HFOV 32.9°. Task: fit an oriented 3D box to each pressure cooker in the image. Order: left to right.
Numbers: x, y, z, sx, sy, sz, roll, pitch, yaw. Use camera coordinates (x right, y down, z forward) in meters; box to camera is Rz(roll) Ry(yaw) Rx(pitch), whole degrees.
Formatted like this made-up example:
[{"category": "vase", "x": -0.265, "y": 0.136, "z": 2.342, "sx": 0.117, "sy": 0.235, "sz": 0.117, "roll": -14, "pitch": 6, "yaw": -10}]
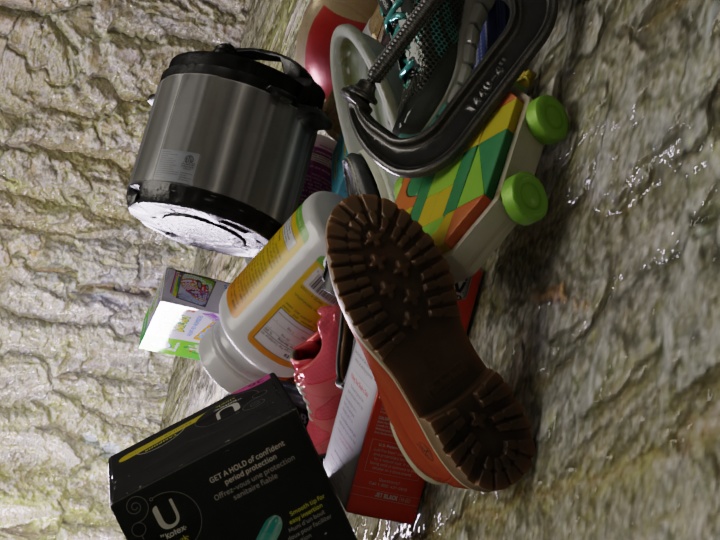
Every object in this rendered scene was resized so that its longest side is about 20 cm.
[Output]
[{"category": "pressure cooker", "x": -0.130, "y": -0.130, "z": 1.225, "sx": 0.178, "sy": 0.174, "sz": 0.203, "roll": 156, "pitch": 129, "yaw": -69}]

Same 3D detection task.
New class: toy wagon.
[{"category": "toy wagon", "x": 0.076, "y": -0.071, "z": 0.845, "sx": 0.154, "sy": 0.039, "sz": 0.202, "roll": -26, "pitch": 35, "yaw": 48}]

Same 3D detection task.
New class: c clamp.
[{"category": "c clamp", "x": 0.054, "y": -0.165, "z": 0.867, "sx": 0.170, "sy": 0.027, "sz": 0.201, "roll": 32, "pitch": 87, "yaw": 37}]

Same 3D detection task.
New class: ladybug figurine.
[{"category": "ladybug figurine", "x": 0.001, "y": -0.244, "z": 1.285, "sx": 0.072, "sy": 0.134, "sz": 0.201, "roll": 59, "pitch": 155, "yaw": 26}]

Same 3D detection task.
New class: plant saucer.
[{"category": "plant saucer", "x": 0.029, "y": -0.115, "z": 1.034, "sx": 0.200, "sy": 0.050, "sz": 0.203, "roll": 162, "pitch": 90, "yaw": -79}]

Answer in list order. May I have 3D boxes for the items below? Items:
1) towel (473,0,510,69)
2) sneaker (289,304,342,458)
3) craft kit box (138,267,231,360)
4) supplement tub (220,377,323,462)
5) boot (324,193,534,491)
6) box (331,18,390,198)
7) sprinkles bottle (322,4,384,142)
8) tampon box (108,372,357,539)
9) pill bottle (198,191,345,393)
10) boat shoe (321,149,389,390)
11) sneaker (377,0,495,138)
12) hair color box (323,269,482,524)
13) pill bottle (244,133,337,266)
[{"category": "towel", "x": 0.091, "y": -0.171, "z": 1.048, "sx": 0.201, "sy": 0.023, "sz": 0.147, "roll": 119, "pitch": 158, "yaw": -53}, {"category": "sneaker", "x": -0.030, "y": 0.097, "z": 1.134, "sx": 0.074, "sy": 0.086, "sz": 0.201, "roll": -89, "pitch": 18, "yaw": -46}, {"category": "craft kit box", "x": -0.152, "y": 0.066, "z": 1.435, "sx": 0.200, "sy": 0.195, "sz": 0.049, "roll": 131, "pitch": 151, "yaw": -64}, {"category": "supplement tub", "x": -0.099, "y": 0.205, "z": 1.238, "sx": 0.123, "sy": 0.121, "sz": 0.203, "roll": 124, "pitch": 155, "yaw": -56}, {"category": "boot", "x": 0.027, "y": 0.052, "z": 0.780, "sx": 0.202, "sy": 0.074, "sz": 0.107, "roll": 63, "pitch": 160, "yaw": 3}, {"category": "box", "x": 0.022, "y": -0.152, "z": 1.156, "sx": 0.083, "sy": 0.048, "sz": 0.201, "roll": -90, "pitch": 17, "yaw": -45}, {"category": "sprinkles bottle", "x": 0.025, "y": -0.213, "z": 1.206, "sx": 0.069, "sy": 0.067, "sz": 0.201, "roll": -89, "pitch": 24, "yaw": -44}, {"category": "tampon box", "x": -0.082, "y": 0.208, "z": 0.918, "sx": 0.202, "sy": 0.148, "sz": 0.126, "roll": 66, "pitch": 172, "yaw": -11}, {"category": "pill bottle", "x": -0.066, "y": 0.030, "z": 1.167, "sx": 0.200, "sy": 0.110, "sz": 0.112, "roll": -46, "pitch": 26, "yaw": 25}, {"category": "boat shoe", "x": 0.000, "y": 0.000, "z": 1.021, "sx": 0.072, "sy": 0.067, "sz": 0.203, "roll": -174, "pitch": 79, "yaw": -80}, {"category": "sneaker", "x": 0.047, "y": -0.186, "z": 0.934, "sx": 0.078, "sy": 0.090, "sz": 0.202, "roll": 131, "pitch": 159, "yaw": -64}, {"category": "hair color box", "x": 0.030, "y": 0.082, "z": 0.951, "sx": 0.101, "sy": 0.060, "sz": 0.203, "roll": -139, "pitch": 62, "yaw": -74}, {"category": "pill bottle", "x": -0.071, "y": -0.049, "z": 1.357, "sx": 0.113, "sy": 0.111, "sz": 0.202, "roll": 118, "pitch": 166, "yaw": -47}]
